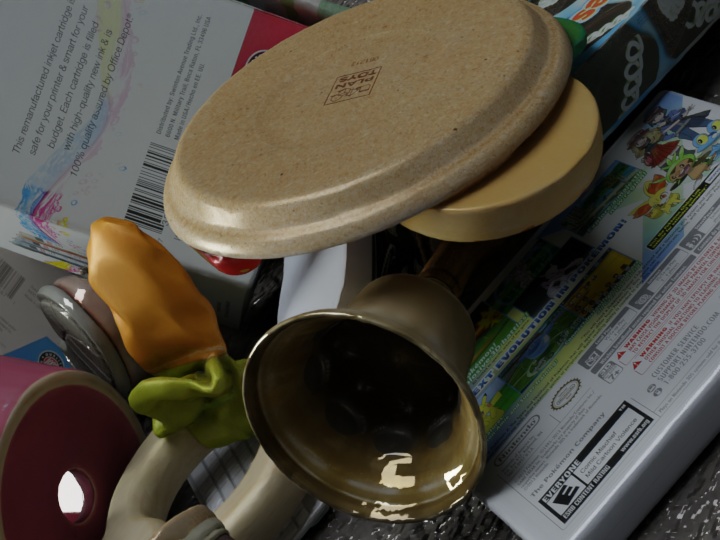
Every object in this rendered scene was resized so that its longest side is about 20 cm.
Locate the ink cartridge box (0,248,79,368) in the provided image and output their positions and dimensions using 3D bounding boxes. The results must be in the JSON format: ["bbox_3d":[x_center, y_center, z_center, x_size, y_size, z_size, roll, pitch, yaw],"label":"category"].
[{"bbox_3d":[-0.202,-0.015,1.152,0.066,0.116,0.201,-9,43,54],"label":"ink cartridge box"}]

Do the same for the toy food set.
[{"bbox_3d":[0.007,-0.063,0.768,0.199,0.049,0.199,-20,31,11],"label":"toy food set"}]

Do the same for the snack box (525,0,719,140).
[{"bbox_3d":[0.129,-0.132,0.861,0.200,0.037,0.116,-45,23,-25],"label":"snack box"}]

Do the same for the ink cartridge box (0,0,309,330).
[{"bbox_3d":[-0.133,-0.075,0.952,0.145,0.198,0.146,123,167,-78],"label":"ink cartridge box"}]

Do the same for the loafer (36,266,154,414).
[{"bbox_3d":[-0.130,0.031,0.956,0.063,0.072,0.200,-41,-8,-14],"label":"loafer"}]

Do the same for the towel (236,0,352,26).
[{"bbox_3d":[-0.084,-0.142,0.984,0.153,0.198,0.024,81,-151,-79],"label":"towel"}]

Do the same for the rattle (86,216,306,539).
[{"bbox_3d":[-0.110,0.102,0.802,0.130,0.143,0.200,20,64,41],"label":"rattle"}]

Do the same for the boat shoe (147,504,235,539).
[{"bbox_3d":[-0.100,0.193,0.729,0.201,0.065,0.072,-58,-19,12],"label":"boat shoe"}]

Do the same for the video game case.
[{"bbox_3d":[0.111,0.017,0.726,0.200,0.022,0.182,-49,25,-3],"label":"video game case"}]

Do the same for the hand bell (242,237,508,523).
[{"bbox_3d":[0.036,0.005,0.762,0.104,0.104,0.200,-25,20,37],"label":"hand bell"}]

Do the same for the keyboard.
[{"bbox_3d":[-0.063,0.098,0.889,0.056,0.011,0.200,-46,25,0],"label":"keyboard"}]

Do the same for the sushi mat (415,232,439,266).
[{"bbox_3d":[0.028,-0.076,0.915,0.012,0.096,0.201,-12,32,7],"label":"sushi mat"}]

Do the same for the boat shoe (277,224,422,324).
[{"bbox_3d":[0.000,0.000,0.866,0.072,0.067,0.200,-62,13,14],"label":"boat shoe"}]

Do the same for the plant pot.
[{"bbox_3d":[-0.212,0.121,0.899,0.178,0.201,0.201,-8,42,31],"label":"plant pot"}]
